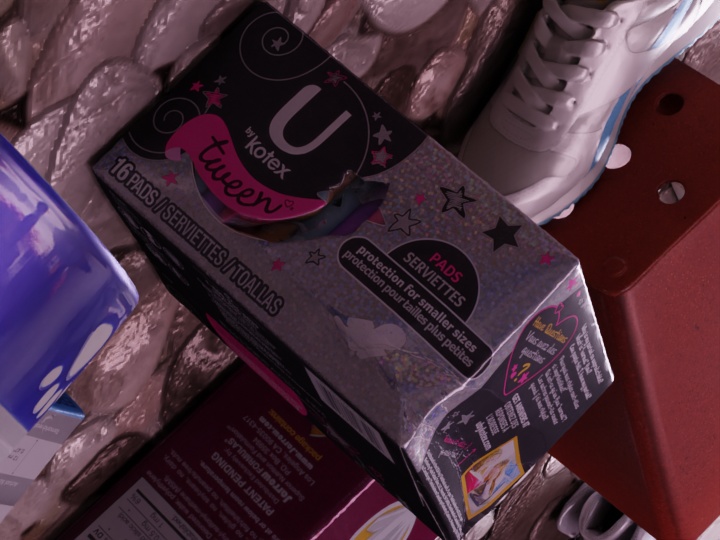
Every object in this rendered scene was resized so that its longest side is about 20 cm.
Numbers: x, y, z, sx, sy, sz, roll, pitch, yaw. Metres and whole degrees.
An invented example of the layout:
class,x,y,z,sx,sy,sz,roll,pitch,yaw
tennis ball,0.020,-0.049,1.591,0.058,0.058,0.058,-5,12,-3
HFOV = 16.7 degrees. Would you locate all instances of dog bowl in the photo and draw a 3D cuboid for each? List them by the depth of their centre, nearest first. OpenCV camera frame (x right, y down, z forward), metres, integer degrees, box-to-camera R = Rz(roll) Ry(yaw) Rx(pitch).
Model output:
class,x,y,z,sx,sy,sz,roll,pitch,yaw
dog bowl,-0.167,-0.029,0.785,0.079,0.200,0.200,-47,154,-8

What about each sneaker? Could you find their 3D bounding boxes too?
class,x,y,z,sx,sy,sz,roll,pitch,yaw
sneaker,0.111,-0.111,1.264,0.201,0.076,0.081,-53,148,-8
sneaker,0.183,0.211,1.795,0.115,0.075,0.201,-8,128,-52

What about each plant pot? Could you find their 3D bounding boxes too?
class,x,y,z,sx,sy,sz,roll,pitch,yaw
plant pot,0.156,-0.010,1.345,0.200,0.200,0.177,-42,141,-14

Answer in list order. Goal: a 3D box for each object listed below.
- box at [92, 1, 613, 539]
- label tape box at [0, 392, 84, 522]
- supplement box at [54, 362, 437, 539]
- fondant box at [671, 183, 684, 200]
class,x,y,z,sx,sy,sz,roll,pitch,yaw
box,0.000,0.000,1.083,0.115,0.200,0.132,-45,154,-10
label tape box,-0.227,0.109,1.031,0.201,0.066,0.143,-54,154,5
supplement box,-0.050,0.135,1.296,0.200,0.103,0.131,-43,155,-11
fondant box,0.294,-0.091,1.580,0.200,0.058,0.144,-47,154,-4
